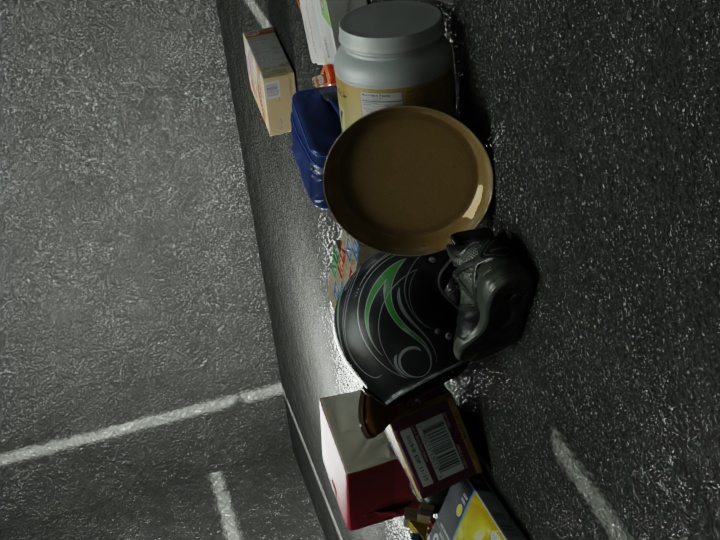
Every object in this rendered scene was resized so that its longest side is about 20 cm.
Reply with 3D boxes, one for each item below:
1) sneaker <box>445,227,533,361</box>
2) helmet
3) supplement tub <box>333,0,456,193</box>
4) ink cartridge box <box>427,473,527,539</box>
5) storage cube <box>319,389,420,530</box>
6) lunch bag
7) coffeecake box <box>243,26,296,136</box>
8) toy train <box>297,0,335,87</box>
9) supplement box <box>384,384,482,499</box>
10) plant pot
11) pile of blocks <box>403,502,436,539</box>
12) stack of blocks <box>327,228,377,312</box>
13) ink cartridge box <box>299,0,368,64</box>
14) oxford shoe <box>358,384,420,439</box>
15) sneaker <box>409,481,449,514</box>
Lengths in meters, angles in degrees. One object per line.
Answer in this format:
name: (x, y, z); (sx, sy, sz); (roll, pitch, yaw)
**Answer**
sneaker: (0.144, 0.024, 1.362); (0.200, 0.076, 0.114); (98, 158, -55)
helmet: (0.061, 0.064, 1.538); (0.191, 0.200, 0.200); (63, 167, 11)
supplement tub: (0.044, -0.211, 1.390); (0.144, 0.144, 0.200); (-120, 19, -56)
ink cartridge box: (0.153, 0.414, 1.646); (0.200, 0.047, 0.198); (-68, 23, 15)
storage cube: (0.030, 0.322, 2.040); (0.180, 0.171, 0.200); (89, 164, -47)
lunch bag: (-0.033, -0.202, 1.815); (0.132, 0.136, 0.200); (87, 165, -44)
coffeecake box: (-0.199, -0.423, 2.565); (0.200, 0.073, 0.154); (-114, 14, -46)
toy train: (-0.074, -0.402, 1.996); (0.150, 0.056, 0.200); (153, 103, -79)
supplement box: (0.091, 0.233, 1.718); (0.200, 0.103, 0.131); (-132, 18, -77)
plant pot: (0.056, -0.108, 1.354); (0.027, 0.200, 0.200); (-84, -10, -56)
pile of blocks: (0.126, 0.438, 1.788); (0.200, 0.082, 0.062); (41, 148, 33)
stack of blocks: (0.000, 0.000, 1.754); (0.115, 0.059, 0.200); (-111, 22, -44)
ink cartridge box: (-0.038, -0.385, 1.800); (0.200, 0.067, 0.117); (-145, 42, -72)
oxford shoe: (0.057, 0.163, 1.615); (0.200, 0.071, 0.071); (-51, -54, -48)
sneaker: (0.114, 0.302, 1.867); (0.091, 0.076, 0.200); (117, 135, -59)
